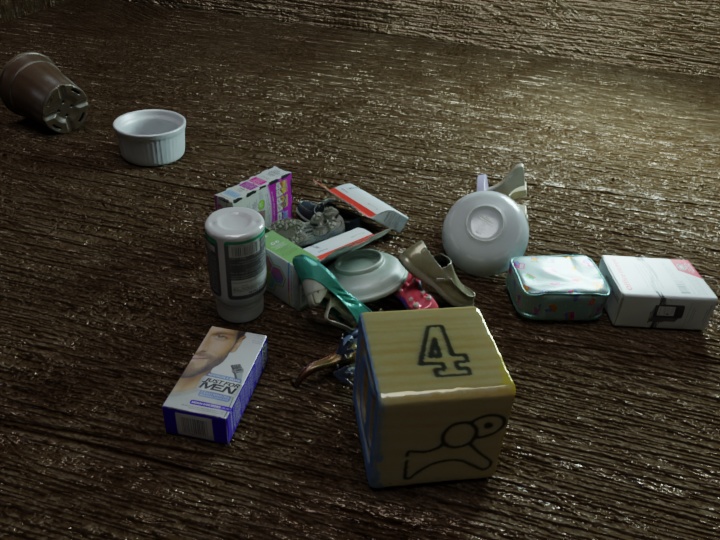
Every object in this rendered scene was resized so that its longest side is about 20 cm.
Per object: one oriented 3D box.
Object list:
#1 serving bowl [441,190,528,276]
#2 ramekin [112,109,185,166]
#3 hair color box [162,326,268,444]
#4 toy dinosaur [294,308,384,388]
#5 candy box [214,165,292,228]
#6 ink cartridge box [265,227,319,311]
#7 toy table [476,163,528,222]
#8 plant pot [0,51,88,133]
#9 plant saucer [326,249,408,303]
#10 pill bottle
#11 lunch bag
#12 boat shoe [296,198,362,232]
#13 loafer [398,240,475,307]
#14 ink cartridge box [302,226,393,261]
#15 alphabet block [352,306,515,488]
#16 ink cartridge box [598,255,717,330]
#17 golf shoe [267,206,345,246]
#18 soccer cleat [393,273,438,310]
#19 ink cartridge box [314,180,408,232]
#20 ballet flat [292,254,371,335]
[{"bbox_3d":[0.279,-0.093,1.414,0.196,0.066,0.204,-3,71,10],"label":"serving bowl"},{"bbox_3d":[-0.595,-0.378,1.799,0.196,0.099,0.202,3,34,-2],"label":"ramekin"},{"bbox_3d":[-0.236,0.185,1.054,0.107,0.066,0.201,8,33,7],"label":"hair color box"},{"bbox_3d":[-0.010,0.127,1.147,0.196,0.107,0.182,-7,9,11],"label":"toy dinosaur"},{"bbox_3d":[-0.243,-0.141,1.460,0.060,0.139,0.199,22,37,27],"label":"candy box"},{"bbox_3d":[-0.174,-0.012,1.308,0.198,0.105,0.059,30,42,32],"label":"ink cartridge box"},{"bbox_3d":[0.348,-0.168,1.544,0.115,0.186,0.202,-4,43,16],"label":"toy table"},{"bbox_3d":[-0.943,-0.526,1.907,0.197,0.203,0.199,31,42,23],"label":"plant pot"},{"bbox_3d":[0.000,0.000,1.315,0.196,0.051,0.201,-9,26,4],"label":"plant saucer"},{"bbox_3d":[-0.236,-0.008,1.210,0.111,0.203,0.114,3,34,-2],"label":"pill bottle"},{"bbox_3d":[0.414,0.032,1.333,0.196,0.078,0.161,0,33,-6],"label":"lunch bag"},{"bbox_3d":[-0.078,-0.138,1.538,0.198,0.063,0.074,30,44,33],"label":"boat shoe"},{"bbox_3d":[0.167,0.009,1.275,0.198,0.069,0.076,32,15,-25],"label":"loafer"},{"bbox_3d":[-0.045,-0.057,1.335,0.158,0.048,0.199,-23,-2,-34],"label":"ink cartridge box"},{"bbox_3d":[0.100,0.190,0.969,0.196,0.198,0.198,-1,36,-10],"label":"alphabet block"},{"bbox_3d":[0.612,0.045,1.329,0.196,0.085,0.146,3,35,-1],"label":"ink cartridge box"},{"bbox_3d":[-0.127,-0.079,1.454,0.196,0.097,0.080,-11,69,13],"label":"golf shoe"},{"bbox_3d":[0.112,0.062,1.280,0.066,0.078,0.200,-24,21,-5],"label":"soccer cleat"},{"bbox_3d":[0.002,-0.168,1.499,0.159,0.048,0.199,36,7,37],"label":"ink cartridge box"},{"bbox_3d":[-0.059,0.054,1.191,0.199,0.067,0.071,42,51,-15],"label":"ballet flat"}]
